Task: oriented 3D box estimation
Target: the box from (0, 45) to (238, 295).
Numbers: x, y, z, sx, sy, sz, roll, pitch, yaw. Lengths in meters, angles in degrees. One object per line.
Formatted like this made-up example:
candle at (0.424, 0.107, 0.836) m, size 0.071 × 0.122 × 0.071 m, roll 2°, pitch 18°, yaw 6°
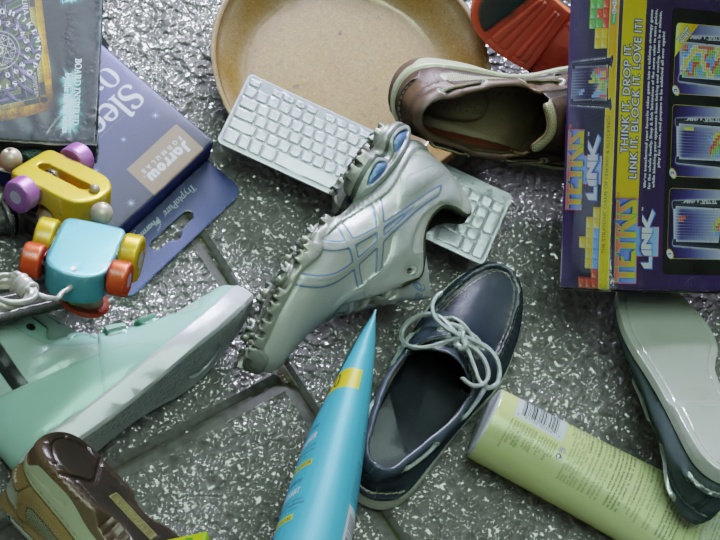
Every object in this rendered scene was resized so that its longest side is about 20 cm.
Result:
box at (-0.189, -0.088, 1.771) m, size 0.200 × 0.032 × 0.121 m, roll 41°, pitch 63°, yaw 8°

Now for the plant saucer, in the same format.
plant saucer at (-0.009, -0.139, 1.829) m, size 0.199 × 0.035 × 0.201 m, roll 5°, pitch 64°, yaw -10°

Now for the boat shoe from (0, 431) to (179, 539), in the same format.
boat shoe at (-0.144, 0.193, 1.594) m, size 0.200 × 0.076 × 0.072 m, roll 48°, pitch 26°, yaw 15°

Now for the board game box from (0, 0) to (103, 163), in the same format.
board game box at (-0.241, -0.167, 1.767) m, size 0.135 × 0.028 × 0.201 m, roll 4°, pitch 61°, yaw -7°

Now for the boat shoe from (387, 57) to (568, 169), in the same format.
boat shoe at (0.122, -0.099, 1.772) m, size 0.201 × 0.075 × 0.075 m, roll 1°, pitch 109°, yaw -12°

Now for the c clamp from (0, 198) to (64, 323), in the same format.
c clamp at (-0.277, -0.011, 1.688) m, size 0.199 × 0.027 × 0.171 m, roll -9°, pitch 35°, yaw -25°

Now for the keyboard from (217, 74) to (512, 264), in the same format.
keyboard at (0.003, -0.069, 1.772) m, size 0.199 × 0.011 × 0.056 m, roll 25°, pitch 64°, yaw 0°

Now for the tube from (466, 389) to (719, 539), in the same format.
tube at (0.167, 0.148, 1.722) m, size 0.199 × 0.052 × 0.058 m, roll 27°, pitch 95°, yaw -2°

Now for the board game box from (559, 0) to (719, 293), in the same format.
board game box at (0.217, -0.085, 1.763) m, size 0.165 × 0.057 × 0.201 m, roll 2°, pitch 91°, yaw -33°

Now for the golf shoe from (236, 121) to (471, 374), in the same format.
golf shoe at (0.000, 0.000, 1.709) m, size 0.097 × 0.078 × 0.200 m, roll 37°, pitch 72°, yaw -4°

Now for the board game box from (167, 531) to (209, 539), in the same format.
board game box at (-0.116, 0.261, 1.524) m, size 0.101 × 0.048 × 0.201 m, roll -11°, pitch 108°, yaw 8°

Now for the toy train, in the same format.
toy train at (-0.223, -0.021, 1.657) m, size 0.150 × 0.056 × 0.200 m, roll -13°, pitch 40°, yaw -26°

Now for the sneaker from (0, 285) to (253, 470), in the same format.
sneaker at (-0.170, 0.041, 1.689) m, size 0.200 × 0.074 × 0.118 m, roll -35°, pitch 72°, yaw -25°

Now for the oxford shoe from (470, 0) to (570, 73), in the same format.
oxford shoe at (0.162, -0.144, 1.849) m, size 0.200 × 0.073 × 0.071 m, roll 42°, pitch 102°, yaw -10°

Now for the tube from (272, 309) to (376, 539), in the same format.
tube at (-0.018, 0.120, 1.646) m, size 0.050 × 0.078 × 0.201 m, roll 25°, pitch 45°, yaw -11°

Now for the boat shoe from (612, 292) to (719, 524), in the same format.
boat shoe at (0.206, 0.084, 1.742) m, size 0.072 × 0.062 × 0.200 m, roll 7°, pitch 39°, yaw -24°

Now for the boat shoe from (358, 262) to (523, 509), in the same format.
boat shoe at (0.052, 0.067, 1.726) m, size 0.075 × 0.062 × 0.200 m, roll 37°, pitch 63°, yaw 7°
